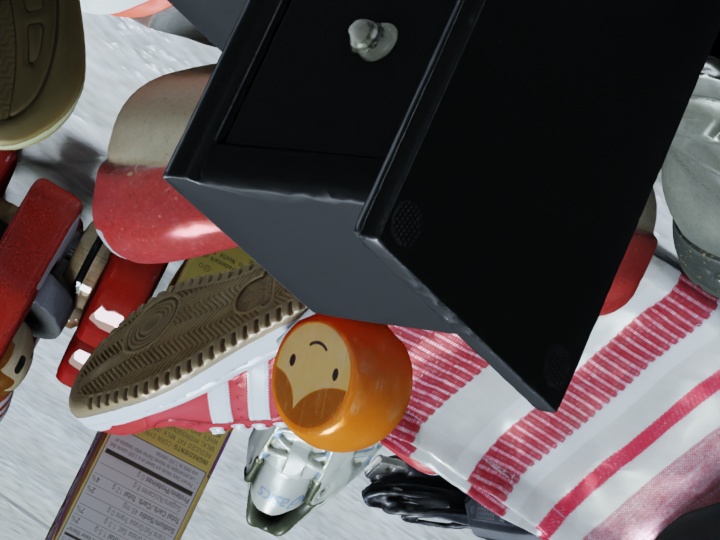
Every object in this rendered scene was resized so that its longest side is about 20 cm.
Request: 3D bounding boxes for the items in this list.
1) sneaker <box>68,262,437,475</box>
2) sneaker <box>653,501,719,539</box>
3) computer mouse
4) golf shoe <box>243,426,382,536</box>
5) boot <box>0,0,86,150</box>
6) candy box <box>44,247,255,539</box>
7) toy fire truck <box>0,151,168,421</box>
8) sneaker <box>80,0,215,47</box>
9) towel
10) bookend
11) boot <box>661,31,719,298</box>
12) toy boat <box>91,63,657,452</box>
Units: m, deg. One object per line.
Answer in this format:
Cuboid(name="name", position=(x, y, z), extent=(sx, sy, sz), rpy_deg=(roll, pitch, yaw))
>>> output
Cuboid(name="sneaker", position=(-0.024, 0.048, 1.233), extent=(0.199, 0.071, 0.113), rpy_deg=(-23, 126, 29))
Cuboid(name="sneaker", position=(0.193, 0.124, 1.157), extent=(0.108, 0.067, 0.201), rpy_deg=(29, 126, -21))
Cuboid(name="computer mouse", position=(0.099, 0.112, 1.367), extent=(0.138, 0.053, 0.200), rpy_deg=(19, 172, -25))
Cuboid(name="golf shoe", position=(-0.014, 0.071, 1.343), extent=(0.078, 0.098, 0.200), rpy_deg=(26, 159, 4))
Cuboid(name="boot", position=(-0.154, -0.110, 1.012), extent=(0.200, 0.072, 0.155), rpy_deg=(58, 168, 15))
Cuboid(name="candy box", position=(-0.098, 0.086, 1.326), extent=(0.056, 0.201, 0.117), rpy_deg=(28, 160, -5))
Cuboid(name="toy fire truck", position=(-0.176, 0.042, 1.359), extent=(0.112, 0.169, 0.200), rpy_deg=(27, 160, -3))
Cuboid(name="sneaker", position=(-0.019, -0.105, 0.976), extent=(0.199, 0.077, 0.082), rpy_deg=(17, 177, 39))
Cuboid(name="towel", position=(0.083, 0.046, 1.163), extent=(0.200, 0.023, 0.144), rpy_deg=(33, 123, -19))
Cuboid(name="bookend", position=(-0.005, -0.081, 0.803), extent=(0.199, 0.199, 0.092), rpy_deg=(8, 156, 42))
Cuboid(name="boot", position=(0.176, -0.027, 0.920), extent=(0.199, 0.068, 0.131), rpy_deg=(14, 151, 26))
Cuboid(name="toy boat", position=(0.000, 0.000, 1.021), extent=(0.199, 0.131, 0.130), rpy_deg=(12, -178, -17))
